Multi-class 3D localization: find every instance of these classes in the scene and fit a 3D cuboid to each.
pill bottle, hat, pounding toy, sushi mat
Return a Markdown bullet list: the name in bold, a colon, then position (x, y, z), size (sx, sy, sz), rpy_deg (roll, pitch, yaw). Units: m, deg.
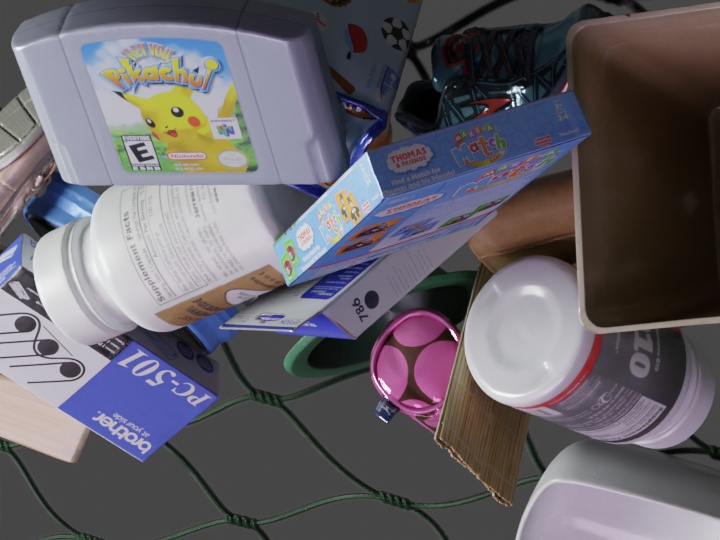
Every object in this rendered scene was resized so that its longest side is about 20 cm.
- **pill bottle**: position (0.179, 0.067, 1.706), size (0.114, 0.114, 0.200), rpy_deg (-15, 156, 36)
- **hat**: position (-0.022, -0.026, 1.783), size (0.199, 0.177, 0.166), rpy_deg (-14, 159, -28)
- **pounding toy**: position (-0.294, 0.040, 1.841), size (0.199, 0.184, 0.143), rpy_deg (22, 106, -8)
- **pill bottle**: position (-0.129, -0.020, 1.606), size (0.199, 0.115, 0.114), rpy_deg (-22, 131, 24)
- **sushi mat**: position (0.104, 0.075, 1.711), size (0.012, 0.200, 0.096), rpy_deg (-15, 133, 34)

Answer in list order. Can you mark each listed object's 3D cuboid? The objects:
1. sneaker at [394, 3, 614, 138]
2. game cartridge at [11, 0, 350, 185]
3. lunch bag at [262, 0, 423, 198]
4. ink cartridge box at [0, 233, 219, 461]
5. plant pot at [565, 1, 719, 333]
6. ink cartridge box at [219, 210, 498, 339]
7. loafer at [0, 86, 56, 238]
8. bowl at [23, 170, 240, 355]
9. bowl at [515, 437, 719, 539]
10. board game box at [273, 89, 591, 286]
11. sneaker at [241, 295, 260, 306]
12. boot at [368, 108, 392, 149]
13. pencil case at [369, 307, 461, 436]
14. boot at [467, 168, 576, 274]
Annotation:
- **sneaker**: position (0.093, -0.129, 1.547), size (0.095, 0.079, 0.200), rpy_deg (33, 140, -17)
- **game cartridge**: position (-0.115, -0.112, 1.407), size (0.199, 0.041, 0.134), rpy_deg (0, 130, 18)
- **lunch bag**: position (-0.072, -0.162, 1.491), size (0.199, 0.170, 0.124), rpy_deg (21, 139, -8)
- **ink cartridge box**: position (-0.213, 0.062, 1.735), size (0.094, 0.044, 0.200), rpy_deg (-40, 122, 23)
- **plant pot**: position (0.261, -0.061, 1.458), size (0.199, 0.201, 0.177), rpy_deg (-5, 173, 27)
- **ink cartridge box**: position (0.000, 0.000, 1.621), size (0.099, 0.200, 0.039), rpy_deg (2, 125, 55)
- **loafer**: position (-0.273, -0.066, 1.714), size (0.063, 0.200, 0.072), rpy_deg (43, -179, -34)
- **bowl**: position (-0.183, -0.003, 1.779), size (0.200, 0.039, 0.201), rpy_deg (36, 169, 8)
- **bowl**: position (0.241, 0.220, 1.961), size (0.199, 0.075, 0.200), rpy_deg (14, 144, 2)
- **board game box**: position (0.042, -0.051, 1.458), size (0.151, 0.037, 0.200), rpy_deg (-18, 172, -23)
- **sneaker**: position (-0.089, -0.056, 1.723), size (0.201, 0.115, 0.076), rpy_deg (45, 136, 19)
- **boot**: position (-0.074, -0.122, 1.633), size (0.201, 0.071, 0.144), rpy_deg (22, 150, 0)
- **pencil case**: position (0.069, 0.097, 1.791), size (0.094, 0.091, 0.200), rpy_deg (47, -176, 20)
- **boot**: position (0.151, -0.061, 1.626), size (0.199, 0.066, 0.175), rpy_deg (-14, 134, 37)
